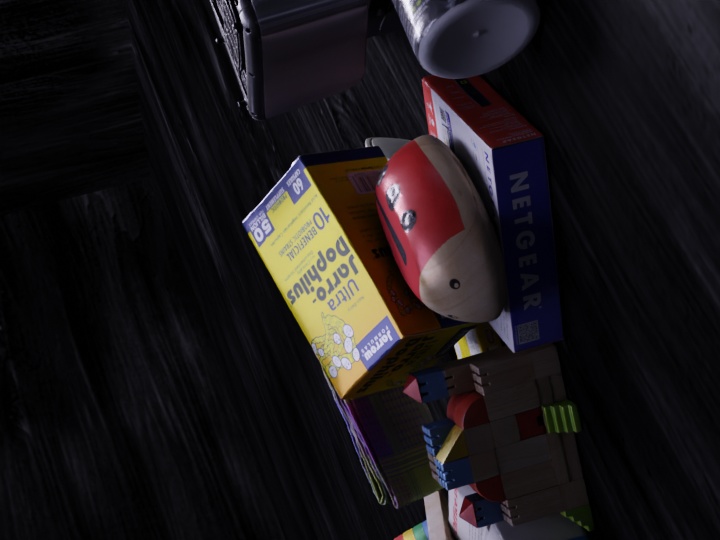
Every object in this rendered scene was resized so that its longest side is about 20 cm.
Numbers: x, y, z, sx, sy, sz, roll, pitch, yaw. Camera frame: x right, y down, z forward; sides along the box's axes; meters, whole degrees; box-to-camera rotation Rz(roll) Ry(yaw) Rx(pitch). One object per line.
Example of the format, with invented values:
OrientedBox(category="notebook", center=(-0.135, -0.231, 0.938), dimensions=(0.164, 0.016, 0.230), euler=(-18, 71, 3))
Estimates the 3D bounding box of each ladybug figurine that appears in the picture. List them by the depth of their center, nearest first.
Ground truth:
OrientedBox(category="ladybug figurine", center=(0.064, -0.035, 1.684), dimensions=(0.136, 0.072, 0.200), euler=(86, 164, -45))

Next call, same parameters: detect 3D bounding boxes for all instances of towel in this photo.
OrientedBox(category="towel", center=(0.017, 0.123, 1.830), dimensions=(0.144, 0.023, 0.200), euler=(-11, -106, -61))

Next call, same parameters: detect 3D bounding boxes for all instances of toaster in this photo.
OrientedBox(category="toaster", center=(-0.077, -0.262, 1.721), dimensions=(0.200, 0.119, 0.181), euler=(93, 158, -67))

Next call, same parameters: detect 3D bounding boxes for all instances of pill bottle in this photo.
OrientedBox(category="pill bottle", center=(0.063, -0.262, 1.569), dimensions=(0.106, 0.106, 0.200), euler=(95, 157, -59))

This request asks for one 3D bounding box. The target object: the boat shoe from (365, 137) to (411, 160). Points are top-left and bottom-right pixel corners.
OrientedBox(category="boat shoe", center=(0.057, -0.082, 1.919), dimensions=(0.200, 0.075, 0.062), euler=(-141, 48, -56))

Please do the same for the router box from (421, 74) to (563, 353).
OrientedBox(category="router box", center=(0.116, -0.057, 1.715), dimensions=(0.180, 0.049, 0.200), euler=(-126, 24, -60))

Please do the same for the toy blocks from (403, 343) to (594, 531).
OrientedBox(category="toy blocks", center=(0.120, 0.153, 1.743), dimensions=(0.100, 0.137, 0.200), euler=(-152, 48, -74))

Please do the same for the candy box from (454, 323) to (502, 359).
OrientedBox(category="candy box", center=(0.114, 0.066, 1.935), dimensions=(0.102, 0.026, 0.200), euler=(166, 89, -75))

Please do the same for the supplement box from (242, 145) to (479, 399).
OrientedBox(category="supplement box", center=(0.000, 0.000, 1.773), dimensions=(0.109, 0.109, 0.200), euler=(-47, 65, 39))

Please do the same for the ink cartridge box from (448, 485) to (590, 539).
OrientedBox(category="ink cartridge box", center=(0.155, 0.263, 1.845), dimensions=(0.146, 0.084, 0.200), euler=(88, 164, -45))

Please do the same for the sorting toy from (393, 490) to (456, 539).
OrientedBox(category="sorting toy", center=(0.104, 0.346, 1.986), dimensions=(0.200, 0.070, 0.199), euler=(59, -175, -9))

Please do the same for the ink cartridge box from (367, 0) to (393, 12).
OrientedBox(category="ink cartridge box", center=(0.022, -0.329, 1.694), dimensions=(0.039, 0.099, 0.200), euler=(107, 147, -71))

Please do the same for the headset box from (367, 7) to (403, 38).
OrientedBox(category="headset box", center=(0.003, -0.324, 1.807), dimensions=(0.174, 0.093, 0.200), euler=(123, 130, -75))
